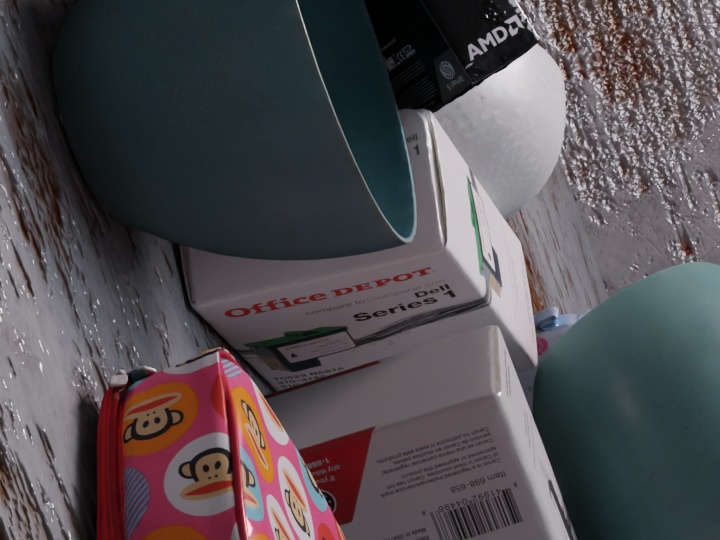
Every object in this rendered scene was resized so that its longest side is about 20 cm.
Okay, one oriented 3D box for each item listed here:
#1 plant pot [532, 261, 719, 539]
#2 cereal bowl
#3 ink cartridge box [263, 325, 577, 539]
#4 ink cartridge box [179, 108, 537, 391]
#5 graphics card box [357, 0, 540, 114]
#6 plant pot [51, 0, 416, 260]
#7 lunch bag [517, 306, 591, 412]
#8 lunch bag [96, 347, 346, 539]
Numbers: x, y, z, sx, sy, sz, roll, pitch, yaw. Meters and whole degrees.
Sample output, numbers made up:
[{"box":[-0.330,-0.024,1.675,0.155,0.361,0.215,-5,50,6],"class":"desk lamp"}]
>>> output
[{"box":[0.188,0.094,1.664,0.161,0.200,0.201,58,5,22],"class":"plant pot"},{"box":[0.019,-0.064,1.693,0.200,0.199,0.084,54,30,-60],"class":"cereal bowl"},{"box":[0.037,0.149,1.559,0.084,0.144,0.201,-85,156,-65],"class":"ink cartridge box"},{"box":[0.000,0.000,1.613,0.200,0.145,0.085,48,31,-64],"class":"ink cartridge box"},{"box":[0.003,-0.176,1.534,0.200,0.051,0.125,59,-21,0],"class":"graphics card box"},{"box":[-0.069,-0.088,1.435,0.200,0.134,0.201,-18,90,-79],"class":"plant pot"},{"box":[0.095,0.129,1.826,0.127,0.169,0.201,-74,144,-70],"class":"lunch bag"},{"box":[-0.048,0.133,1.318,0.177,0.082,0.200,-97,165,-48],"class":"lunch bag"}]
